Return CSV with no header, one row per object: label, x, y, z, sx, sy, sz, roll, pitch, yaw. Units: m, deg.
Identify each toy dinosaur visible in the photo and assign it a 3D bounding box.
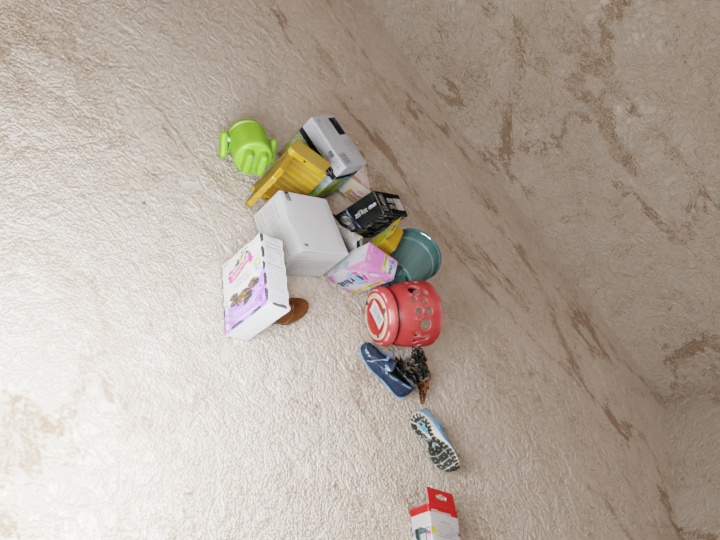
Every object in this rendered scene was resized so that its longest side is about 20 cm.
toy dinosaur,0.182,0.308,1.698,0.136,0.102,0.200,47,7,-42

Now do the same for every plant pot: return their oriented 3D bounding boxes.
plant pot,0.143,-0.009,1.859,0.201,0.200,0.196,50,42,-5
plant pot,0.120,0.135,1.664,0.181,0.201,0.201,-3,60,-26

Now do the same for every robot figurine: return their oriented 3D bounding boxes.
robot figurine,-0.326,-0.366,1.630,0.174,0.116,0.201,0,47,-28

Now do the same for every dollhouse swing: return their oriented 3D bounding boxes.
dollhouse swing,-0.208,-0.238,1.596,0.181,0.200,0.177,32,38,-30

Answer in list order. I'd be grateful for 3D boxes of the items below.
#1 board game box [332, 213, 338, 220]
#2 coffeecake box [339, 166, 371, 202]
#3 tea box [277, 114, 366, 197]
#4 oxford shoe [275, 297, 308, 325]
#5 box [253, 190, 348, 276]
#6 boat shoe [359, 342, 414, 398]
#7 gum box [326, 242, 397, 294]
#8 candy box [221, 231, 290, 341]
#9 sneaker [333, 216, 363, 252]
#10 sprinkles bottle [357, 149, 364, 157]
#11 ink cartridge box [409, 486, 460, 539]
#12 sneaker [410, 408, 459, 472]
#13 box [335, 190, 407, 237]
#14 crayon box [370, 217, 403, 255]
board game box,-0.101,-0.110,1.778,0.120,0.032,0.201,28,40,-40
coffeecake box,-0.046,-0.368,2.021,0.153,0.073,0.201,31,38,-45
tea box,-0.127,-0.368,1.820,0.201,0.197,0.133,55,37,5
oxford shoe,-0.193,0.098,1.432,0.200,0.071,0.072,-9,66,-56
box,-0.170,-0.101,1.585,0.199,0.130,0.200,3,58,-50
boat shoe,0.083,0.278,1.613,0.200,0.069,0.084,45,34,-13
gum box,0.000,0.000,1.653,0.113,0.199,0.066,33,56,-27
candy box,-0.253,0.039,1.318,0.071,0.167,0.201,22,43,-41
sneaker,-0.040,-0.104,1.740,0.201,0.092,0.076,56,31,2
sprinkles bottle,-0.085,-0.394,1.909,0.068,0.199,0.069,-33,130,-50
ink cartridge box,0.191,0.665,1.397,0.116,0.067,0.201,30,40,-33
sneaker,0.230,0.484,1.606,0.201,0.078,0.090,58,30,6
box,0.042,-0.186,1.876,0.200,0.163,0.087,-6,68,-61
crayon box,0.065,-0.075,1.792,0.051,0.200,0.127,44,34,-10
